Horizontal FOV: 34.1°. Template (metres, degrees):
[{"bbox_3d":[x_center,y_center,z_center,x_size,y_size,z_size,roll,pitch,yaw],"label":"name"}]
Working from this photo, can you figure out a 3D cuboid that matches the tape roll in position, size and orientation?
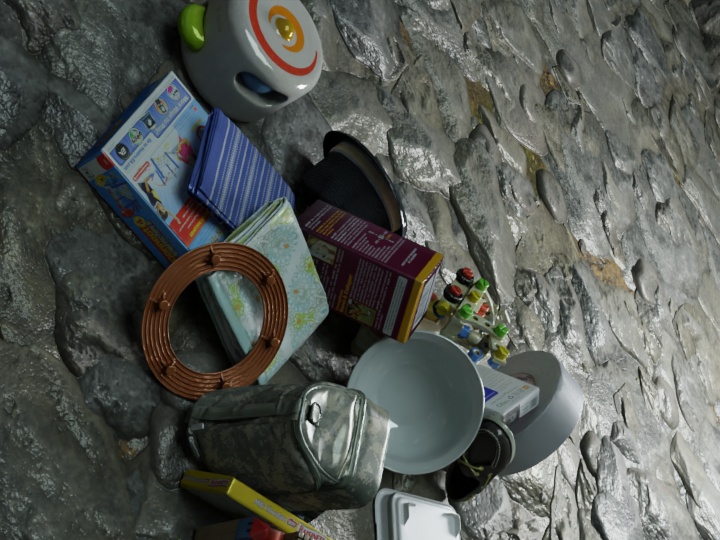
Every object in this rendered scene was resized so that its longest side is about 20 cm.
[{"bbox_3d":[0.243,0.218,1.815,0.066,0.200,0.201,48,40,-22],"label":"tape roll"}]

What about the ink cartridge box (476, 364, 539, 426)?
[{"bbox_3d":[0.160,0.174,1.757,0.095,0.200,0.037,-26,126,-41],"label":"ink cartridge box"}]

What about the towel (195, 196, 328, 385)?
[{"bbox_3d":[-0.121,0.028,1.517,0.171,0.048,0.201,-44,129,-36],"label":"towel"}]

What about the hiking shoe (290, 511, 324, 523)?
[{"bbox_3d":[-0.038,0.246,1.525,0.076,0.100,0.200,47,40,-25],"label":"hiking shoe"}]

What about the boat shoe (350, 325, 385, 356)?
[{"bbox_3d":[0.058,0.098,1.777,0.073,0.063,0.200,50,24,20],"label":"boat shoe"}]

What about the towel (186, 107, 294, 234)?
[{"bbox_3d":[-0.153,-0.101,1.545,0.200,0.024,0.145,49,40,-44],"label":"towel"}]

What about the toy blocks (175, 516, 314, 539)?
[{"bbox_3d":[-0.098,0.343,1.360,0.200,0.136,0.100,39,48,-32],"label":"toy blocks"}]

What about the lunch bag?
[{"bbox_3d":[-0.090,0.199,1.401,0.168,0.199,0.140,41,52,-41],"label":"lunch bag"}]

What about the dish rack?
[{"bbox_3d":[0.093,0.410,1.653,0.171,0.043,0.201,25,53,-43],"label":"dish rack"}]

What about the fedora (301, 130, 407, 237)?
[{"bbox_3d":[-0.021,-0.105,1.724,0.091,0.200,0.201,-32,98,-20],"label":"fedora"}]

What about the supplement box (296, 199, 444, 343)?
[{"bbox_3d":[0.000,0.000,1.618,0.199,0.111,0.086,25,36,13],"label":"supplement box"}]

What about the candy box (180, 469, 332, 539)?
[{"bbox_3d":[-0.113,0.296,1.402,0.200,0.102,0.026,40,61,-32],"label":"candy box"}]

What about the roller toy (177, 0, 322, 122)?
[{"bbox_3d":[-0.147,-0.317,1.667,0.183,0.139,0.200,62,35,-7],"label":"roller toy"}]

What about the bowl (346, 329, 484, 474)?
[{"bbox_3d":[0.071,0.182,1.672,0.202,0.200,0.090,63,-5,-5],"label":"bowl"}]

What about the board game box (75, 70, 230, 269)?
[{"bbox_3d":[-0.240,-0.123,1.513,0.196,0.056,0.200,52,38,-20],"label":"board game box"}]

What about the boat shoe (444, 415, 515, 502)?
[{"bbox_3d":[0.170,0.280,1.708,0.072,0.202,0.061,42,60,19],"label":"boat shoe"}]

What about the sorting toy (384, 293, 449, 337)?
[{"bbox_3d":[0.052,0.024,1.764,0.200,0.036,0.185,3,45,-53],"label":"sorting toy"}]

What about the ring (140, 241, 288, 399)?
[{"bbox_3d":[-0.172,0.064,1.428,0.200,0.019,0.201,-10,109,-31],"label":"ring"}]

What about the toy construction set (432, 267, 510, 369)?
[{"bbox_3d":[0.174,0.071,1.744,0.131,0.092,0.200,37,18,3],"label":"toy construction set"}]
